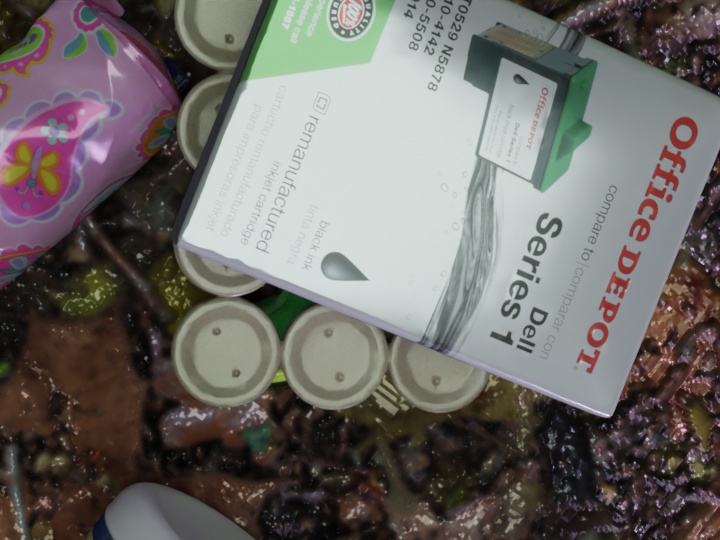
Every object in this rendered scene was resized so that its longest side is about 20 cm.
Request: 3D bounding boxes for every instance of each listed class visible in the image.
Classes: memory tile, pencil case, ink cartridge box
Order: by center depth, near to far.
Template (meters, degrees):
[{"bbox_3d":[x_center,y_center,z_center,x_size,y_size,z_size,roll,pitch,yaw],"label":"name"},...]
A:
[{"bbox_3d":[0.038,-0.043,0.680,0.198,0.084,0.147,21,91,-10],"label":"ink cartridge box"},{"bbox_3d":[-0.010,-0.037,0.725,0.152,0.017,0.202,1,94,-9],"label":"memory tile"},{"bbox_3d":[-0.172,-0.044,0.745,0.200,0.087,0.088,-43,99,-1],"label":"pencil case"}]

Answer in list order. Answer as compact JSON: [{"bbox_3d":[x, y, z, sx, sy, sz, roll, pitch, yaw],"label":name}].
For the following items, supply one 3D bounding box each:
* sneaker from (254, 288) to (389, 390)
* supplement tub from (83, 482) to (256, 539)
[{"bbox_3d":[0.000,0.000,0.779,0.199,0.074,0.084,-25,86,-5],"label":"sneaker"},{"bbox_3d":[-0.111,0.218,0.749,0.144,0.144,0.201,38,92,-9],"label":"supplement tub"}]
